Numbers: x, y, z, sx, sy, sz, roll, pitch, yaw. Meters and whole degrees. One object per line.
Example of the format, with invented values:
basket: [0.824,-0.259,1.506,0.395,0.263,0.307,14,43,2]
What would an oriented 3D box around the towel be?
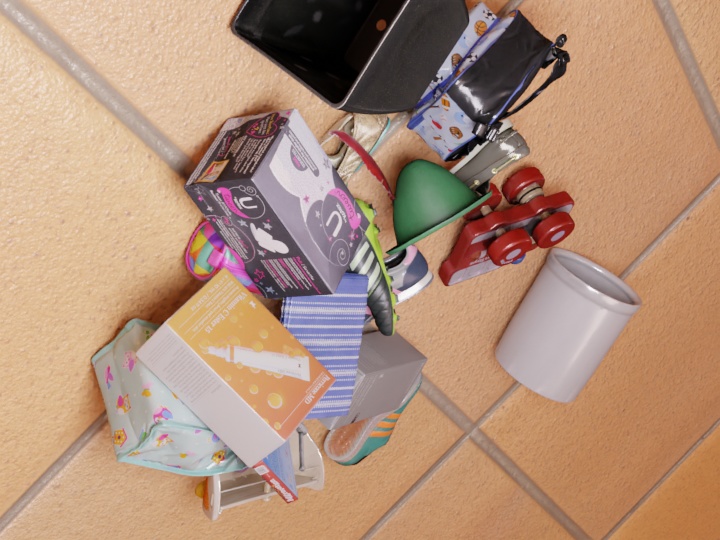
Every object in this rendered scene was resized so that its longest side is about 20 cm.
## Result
towel: [-0.057,0.099,1.594,0.145,0.024,0.200,2,100,-43]

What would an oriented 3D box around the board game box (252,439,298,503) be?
board game box: [-0.125,0.203,1.602,0.019,0.200,0.103,-23,134,10]

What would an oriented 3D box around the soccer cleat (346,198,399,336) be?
soccer cleat: [0.000,0.000,1.660,0.081,0.068,0.200,-16,103,-4]

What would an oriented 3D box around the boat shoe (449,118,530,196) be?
boat shoe: [0.156,-0.127,1.677,0.202,0.060,0.072,-45,171,37]

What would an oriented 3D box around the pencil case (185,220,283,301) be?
pencil case: [-0.131,-0.007,1.570,0.200,0.088,0.088,16,110,-43]

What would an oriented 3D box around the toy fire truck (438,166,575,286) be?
toy fire truck: [0.222,-0.055,1.818,0.200,0.112,0.168,-20,156,-26]

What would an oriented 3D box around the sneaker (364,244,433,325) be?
sneaker: [0.005,0.026,1.733,0.200,0.070,0.082,-32,113,-13]

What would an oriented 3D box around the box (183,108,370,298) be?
box: [-0.095,-0.079,1.461,0.200,0.115,0.132,57,45,-36]

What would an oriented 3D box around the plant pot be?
plant pot: [0.008,-0.294,1.397,0.200,0.200,0.177,-57,150,11]

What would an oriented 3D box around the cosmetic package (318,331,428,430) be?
cosmetic package: [0.003,0.156,1.760,0.200,0.090,0.107,-6,130,-56]

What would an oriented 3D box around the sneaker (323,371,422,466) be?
sneaker: [0.028,0.227,1.896,0.200,0.071,0.080,-46,150,0]

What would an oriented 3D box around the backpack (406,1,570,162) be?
backpack: [0.138,-0.234,1.541,0.200,0.154,0.191,-45,176,-27]

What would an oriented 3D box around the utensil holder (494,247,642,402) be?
utensil holder: [0.334,0.090,1.962,0.170,0.170,0.200,11,117,-43]

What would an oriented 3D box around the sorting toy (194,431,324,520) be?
sorting toy: [-0.154,0.239,1.719,0.200,0.107,0.180,-7,106,-43]

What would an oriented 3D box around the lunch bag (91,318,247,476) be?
lunch bag: [-0.226,0.169,1.552,0.200,0.170,0.122,19,129,-44]

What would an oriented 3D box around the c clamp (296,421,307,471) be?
c clamp: [-0.119,0.148,1.626,0.027,0.171,0.200,-24,124,11]

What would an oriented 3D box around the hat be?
hat: [0.063,-0.134,1.591,0.166,0.200,0.176,-32,92,-7]

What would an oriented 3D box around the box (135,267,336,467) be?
box: [-0.152,0.118,1.467,0.097,0.200,0.124,-40,-174,47]

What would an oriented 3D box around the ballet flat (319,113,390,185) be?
ballet flat: [-0.036,-0.136,1.576,0.065,0.071,0.200,26,101,-19]
